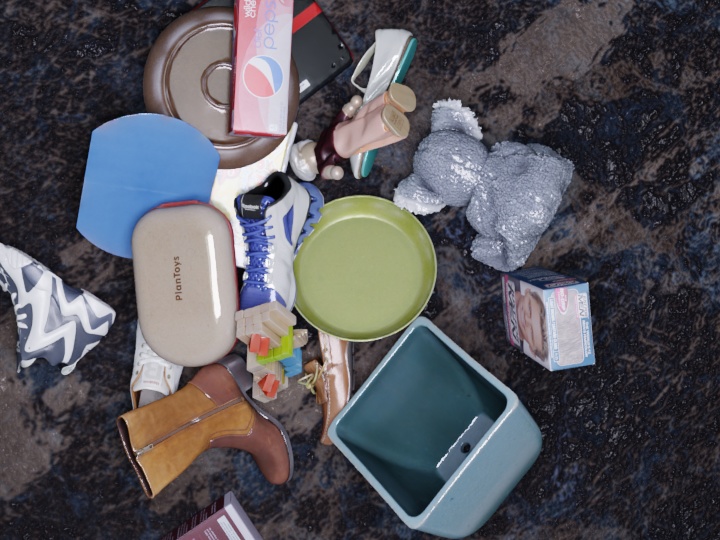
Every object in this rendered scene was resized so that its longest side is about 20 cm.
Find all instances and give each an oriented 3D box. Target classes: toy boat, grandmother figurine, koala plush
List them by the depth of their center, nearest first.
[{"bbox_3d":[-0.020,-0.159,1.227,0.061,0.198,0.122,43,51,-24],"label":"grandmother figurine"},{"bbox_3d":[-0.206,0.017,1.236,0.128,0.131,0.204,-4,91,10],"label":"toy boat"},{"bbox_3d":[0.154,-0.117,1.266,0.198,0.184,0.179,29,91,3],"label":"koala plush"}]

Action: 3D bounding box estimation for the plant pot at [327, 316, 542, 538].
[{"bbox_3d":[0.117,0.220,1.266,0.197,0.195,0.200,-50,138,-1],"label":"plant pot"}]

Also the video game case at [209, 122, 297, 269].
[{"bbox_3d":[-0.193,-0.119,1.283,0.179,0.023,0.203,15,93,-9],"label":"video game case"}]

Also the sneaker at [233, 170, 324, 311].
[{"bbox_3d":[-0.122,-0.038,1.227,0.079,0.115,0.203,8,74,32],"label":"sneaker"}]

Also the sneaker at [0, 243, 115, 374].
[{"bbox_3d":[-0.422,0.056,1.240,0.198,0.079,0.131,34,82,-20],"label":"sneaker"}]

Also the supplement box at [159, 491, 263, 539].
[{"bbox_3d":[-0.225,0.399,1.311,0.198,0.061,0.110,-33,98,-4],"label":"supplement box"}]

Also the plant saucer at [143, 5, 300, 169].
[{"bbox_3d":[-0.170,-0.228,1.227,0.196,0.032,0.204,-1,94,-12],"label":"plant saucer"}]

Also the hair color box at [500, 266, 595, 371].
[{"bbox_3d":[0.236,0.057,1.267,0.059,0.200,0.102,-8,96,-6],"label":"hair color box"}]

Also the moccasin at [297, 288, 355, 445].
[{"bbox_3d":[-0.045,0.126,1.301,0.076,0.074,0.205,1,95,-5],"label":"moccasin"}]

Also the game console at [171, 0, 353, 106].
[{"bbox_3d":[-0.131,-0.283,1.264,0.199,0.031,0.178,-38,101,-8],"label":"game console"}]

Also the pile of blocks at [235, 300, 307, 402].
[{"bbox_3d":[-0.103,0.115,1.220,0.080,0.201,0.063,-3,58,1],"label":"pile of blocks"}]

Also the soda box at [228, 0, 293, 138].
[{"bbox_3d":[-0.119,-0.263,1.189,0.069,0.063,0.204,2,93,-13],"label":"soda box"}]

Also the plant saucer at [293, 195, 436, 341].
[{"bbox_3d":[0.000,0.000,1.281,0.196,0.031,0.203,0,67,1],"label":"plant saucer"}]

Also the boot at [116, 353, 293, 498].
[{"bbox_3d":[-0.187,0.223,1.236,0.199,0.068,0.191,-32,102,-47],"label":"boot"}]

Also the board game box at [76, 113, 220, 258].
[{"bbox_3d":[-0.264,-0.109,1.226,0.155,0.039,0.202,6,122,-22],"label":"board game box"}]

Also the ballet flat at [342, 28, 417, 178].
[{"bbox_3d":[0.012,-0.221,1.286,0.068,0.069,0.203,21,89,-9],"label":"ballet flat"}]

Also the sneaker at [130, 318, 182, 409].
[{"bbox_3d":[-0.255,0.112,1.267,0.071,0.085,0.204,4,94,-6],"label":"sneaker"}]
